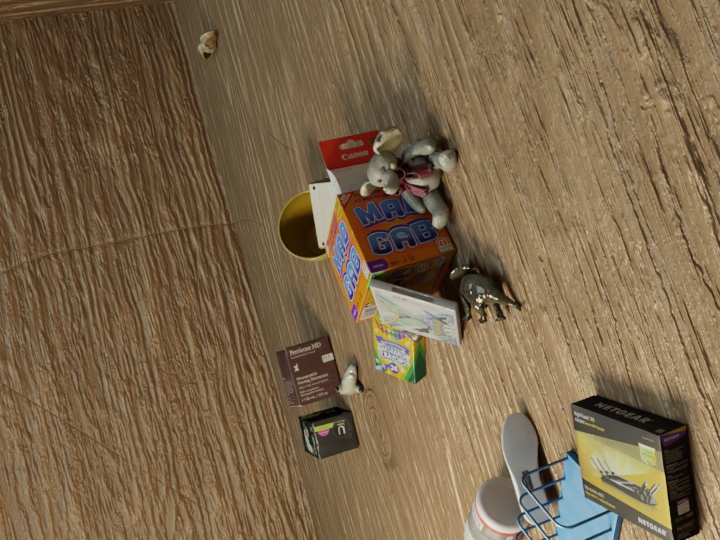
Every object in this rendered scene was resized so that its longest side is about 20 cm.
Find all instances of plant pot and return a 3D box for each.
[{"bbox_3d":[-0.122,-0.109,2.165,0.142,0.197,0.203,53,-165,-69],"label":"plant pot"}]

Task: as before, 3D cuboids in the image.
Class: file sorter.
[{"bbox_3d":[0.342,0.443,1.289,0.139,0.120,0.204,-132,33,-54],"label":"file sorter"}]

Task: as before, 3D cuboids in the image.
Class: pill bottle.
[{"bbox_3d":[0.273,0.518,1.540,0.202,0.114,0.117,97,152,-45],"label":"pill bottle"}]

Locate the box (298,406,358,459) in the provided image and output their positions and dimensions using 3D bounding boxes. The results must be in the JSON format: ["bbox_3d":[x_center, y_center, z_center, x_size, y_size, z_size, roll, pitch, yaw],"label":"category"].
[{"bbox_3d":[-0.111,0.548,2.577,0.200,0.146,0.127,168,90,-71],"label":"box"}]

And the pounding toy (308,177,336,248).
[{"bbox_3d":[-0.035,-0.142,1.883,0.140,0.199,0.188,-1,105,34],"label":"pounding toy"}]

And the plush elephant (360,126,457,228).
[{"bbox_3d":[0.084,-0.196,1.530,0.201,0.152,0.167,-122,31,-45],"label":"plush elephant"}]

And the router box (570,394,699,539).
[{"bbox_3d":[0.401,0.287,1.125,0.199,0.051,0.161,-172,70,-69],"label":"router box"}]

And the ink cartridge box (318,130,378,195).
[{"bbox_3d":[0.008,-0.229,1.723,0.047,0.157,0.203,121,132,-65],"label":"ink cartridge box"}]

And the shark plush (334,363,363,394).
[{"bbox_3d":[-0.029,0.350,2.404,0.200,0.089,0.085,72,-161,-74],"label":"shark plush"}]

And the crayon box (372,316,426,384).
[{"bbox_3d":[0.092,0.160,1.832,0.124,0.051,0.204,16,121,37],"label":"crayon box"}]

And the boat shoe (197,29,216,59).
[{"bbox_3d":[-0.636,-0.949,3.197,0.067,0.073,0.200,64,162,-3],"label":"boat shoe"}]

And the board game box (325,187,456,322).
[{"bbox_3d":[0.058,-0.045,1.644,0.201,0.196,0.202,107,144,-56],"label":"board game box"}]

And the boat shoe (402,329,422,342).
[{"bbox_3d":[0.081,0.086,1.745,0.201,0.071,0.067,44,112,34],"label":"boat shoe"}]

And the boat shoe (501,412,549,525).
[{"bbox_3d":[0.309,0.371,1.427,0.066,0.068,0.204,76,179,-77],"label":"boat shoe"}]

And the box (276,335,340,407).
[{"bbox_3d":[-0.177,0.348,2.606,0.164,0.163,0.204,151,103,-71],"label":"box"}]

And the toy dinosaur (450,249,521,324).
[{"bbox_3d":[0.224,0.043,1.427,0.104,0.076,0.200,69,168,-21],"label":"toy dinosaur"}]

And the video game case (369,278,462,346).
[{"bbox_3d":[0.117,0.089,1.560,0.201,0.179,0.022,69,-140,-63],"label":"video game case"}]
